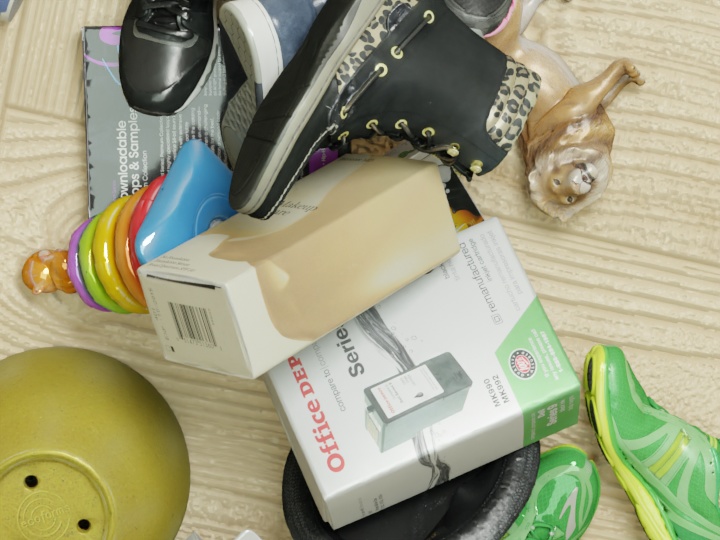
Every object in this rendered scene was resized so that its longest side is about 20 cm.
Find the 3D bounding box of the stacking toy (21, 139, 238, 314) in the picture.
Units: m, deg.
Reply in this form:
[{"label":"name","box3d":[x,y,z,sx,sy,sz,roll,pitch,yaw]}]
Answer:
[{"label":"stacking toy","box3d":[-0.172,-0.008,1.455,0.199,0.116,0.110,-11,133,37]}]

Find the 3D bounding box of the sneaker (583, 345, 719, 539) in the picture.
[{"label":"sneaker","box3d":[0.229,0.134,1.526,0.083,0.074,0.201,-28,107,6]}]

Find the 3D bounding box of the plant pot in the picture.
[{"label":"plant pot","box3d":[-0.223,0.166,1.469,0.199,0.142,0.202,-1,97,-5]}]

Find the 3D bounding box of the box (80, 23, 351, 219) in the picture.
[{"label":"box","box3d":[-0.106,-0.112,1.500,0.198,0.036,0.144,-1,98,-5]}]

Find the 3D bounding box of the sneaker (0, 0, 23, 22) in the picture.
[{"label":"sneaker","box3d":[-0.265,-0.291,1.446,0.115,0.081,0.200,23,96,-8]}]

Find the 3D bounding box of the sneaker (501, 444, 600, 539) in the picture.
[{"label":"sneaker","box3d":[0.116,0.222,1.529,0.074,0.084,0.200,38,93,-8]}]

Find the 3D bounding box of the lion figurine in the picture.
[{"label":"lion figurine","box3d":[0.131,-0.145,1.505,0.122,0.072,0.200,-39,83,9]}]

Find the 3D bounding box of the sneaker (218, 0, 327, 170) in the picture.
[{"label":"sneaker","box3d":[-0.024,-0.132,1.422,0.146,0.203,0.077,-26,60,-22]}]

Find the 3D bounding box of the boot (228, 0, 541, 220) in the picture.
[{"label":"boot","box3d":[0.019,-0.093,1.323,0.153,0.073,0.204,35,78,-21]}]

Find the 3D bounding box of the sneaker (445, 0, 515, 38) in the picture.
[{"label":"sneaker","box3d":[0.090,-0.265,1.436,0.078,0.095,0.201,10,70,-7]}]

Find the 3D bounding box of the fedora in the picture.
[{"label":"fedora","box3d":[0.041,0.163,1.501,0.199,0.092,0.202,-5,56,7]}]

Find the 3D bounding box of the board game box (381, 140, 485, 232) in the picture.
[{"label":"board game box","box3d":[0.000,0.000,1.502,0.199,0.035,0.127,-34,117,0]}]

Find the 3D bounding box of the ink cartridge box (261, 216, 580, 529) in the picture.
[{"label":"ink cartridge box","box3d":[0.038,0.074,1.436,0.199,0.084,0.147,-24,69,-6]}]

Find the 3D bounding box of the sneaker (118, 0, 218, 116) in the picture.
[{"label":"sneaker","box3d":[-0.134,-0.212,1.430,0.075,0.088,0.201,11,74,12]}]

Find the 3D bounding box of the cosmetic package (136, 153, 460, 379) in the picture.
[{"label":"cosmetic package","box3d":[-0.040,-0.007,1.366,0.200,0.105,0.071,-32,116,-36]}]

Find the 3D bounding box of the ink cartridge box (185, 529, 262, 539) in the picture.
[{"label":"ink cartridge box","box3d":[-0.124,0.284,1.517,0.200,0.067,0.116,-44,110,1]}]
